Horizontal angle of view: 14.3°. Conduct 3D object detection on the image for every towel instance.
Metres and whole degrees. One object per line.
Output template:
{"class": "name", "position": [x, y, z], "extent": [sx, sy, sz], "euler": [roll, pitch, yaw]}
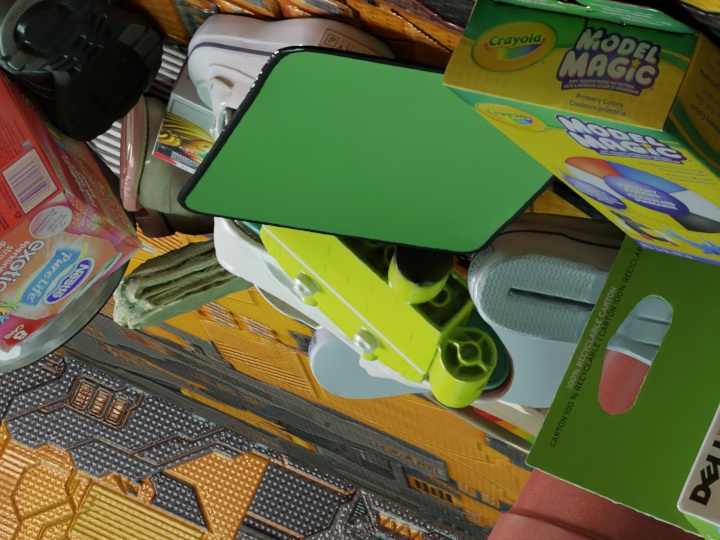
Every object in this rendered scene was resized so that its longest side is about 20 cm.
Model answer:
{"class": "towel", "position": [-0.086, -0.005, 1.824], "extent": [0.200, 0.148, 0.037], "euler": [145, 104, -81]}

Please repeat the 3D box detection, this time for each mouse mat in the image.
{"class": "mouse mat", "position": [0.013, -0.052, 1.320], "extent": [0.160, 0.008, 0.200], "euler": [9, 157, -16]}

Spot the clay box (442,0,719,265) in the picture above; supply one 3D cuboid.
{"class": "clay box", "position": [0.120, -0.056, 1.184], "extent": [0.114, 0.048, 0.200], "euler": [15, 168, 41]}

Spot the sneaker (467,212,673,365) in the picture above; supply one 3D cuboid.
{"class": "sneaker", "position": [0.150, 0.009, 1.460], "extent": [0.199, 0.073, 0.071], "euler": [17, -150, -11]}

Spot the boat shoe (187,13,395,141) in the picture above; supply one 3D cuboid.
{"class": "boat shoe", "position": [-0.049, -0.084, 1.417], "extent": [0.073, 0.067, 0.200], "euler": [27, 171, -16]}

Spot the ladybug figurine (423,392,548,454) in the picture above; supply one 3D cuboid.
{"class": "ladybug figurine", "position": [0.116, 0.078, 1.889], "extent": [0.199, 0.072, 0.135], "euler": [31, 169, -31]}

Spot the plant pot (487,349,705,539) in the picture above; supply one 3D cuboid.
{"class": "plant pot", "position": [0.180, 0.128, 1.614], "extent": [0.200, 0.196, 0.201], "euler": [24, 171, 4]}

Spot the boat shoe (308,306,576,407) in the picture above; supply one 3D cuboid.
{"class": "boat shoe", "position": [0.069, 0.028, 1.778], "extent": [0.199, 0.091, 0.071], "euler": [1, 129, 4]}

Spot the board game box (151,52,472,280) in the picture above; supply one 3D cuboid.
{"class": "board game box", "position": [-0.014, -0.051, 1.582], "extent": [0.199, 0.035, 0.126], "euler": [25, 164, -2]}

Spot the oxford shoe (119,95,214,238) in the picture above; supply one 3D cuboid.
{"class": "oxford shoe", "position": [-0.104, -0.065, 1.736], "extent": [0.073, 0.071, 0.200], "euler": [2, 172, 4]}

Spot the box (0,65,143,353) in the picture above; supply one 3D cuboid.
{"class": "box", "position": [-0.216, -0.070, 1.555], "extent": [0.200, 0.102, 0.095], "euler": [57, -171, 30]}

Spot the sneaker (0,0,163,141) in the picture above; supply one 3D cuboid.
{"class": "sneaker", "position": [-0.162, -0.132, 1.500], "extent": [0.079, 0.075, 0.200], "euler": [42, 176, 20]}

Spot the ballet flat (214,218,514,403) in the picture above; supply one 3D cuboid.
{"class": "ballet flat", "position": [-0.001, 0.020, 1.659], "extent": [0.199, 0.070, 0.069], "euler": [34, 172, 6]}

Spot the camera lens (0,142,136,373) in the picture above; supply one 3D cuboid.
{"class": "camera lens", "position": [-0.246, -0.047, 1.769], "extent": [0.160, 0.160, 0.200], "euler": [14, 151, 51]}

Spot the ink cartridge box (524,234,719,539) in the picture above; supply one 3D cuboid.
{"class": "ink cartridge box", "position": [0.182, 0.055, 1.334], "extent": [0.199, 0.149, 0.076], "euler": [21, 170, 24]}

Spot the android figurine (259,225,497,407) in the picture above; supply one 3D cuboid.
{"class": "android figurine", "position": [0.000, 0.000, 1.523], "extent": [0.182, 0.041, 0.200], "euler": [43, 164, 5]}
